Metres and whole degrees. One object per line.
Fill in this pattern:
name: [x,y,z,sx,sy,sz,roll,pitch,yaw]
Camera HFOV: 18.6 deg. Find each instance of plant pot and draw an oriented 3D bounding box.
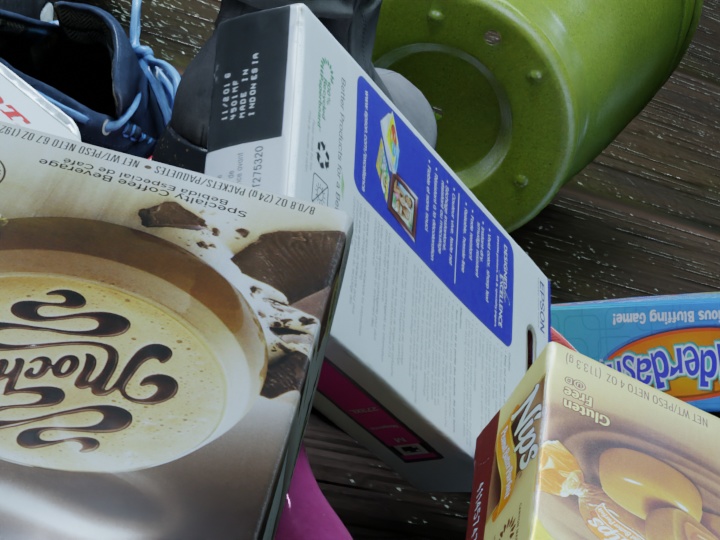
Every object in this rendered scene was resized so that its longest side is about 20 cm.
plant pot: [0.056,-0.111,1.043,0.199,0.201,0.193,29,32,-2]

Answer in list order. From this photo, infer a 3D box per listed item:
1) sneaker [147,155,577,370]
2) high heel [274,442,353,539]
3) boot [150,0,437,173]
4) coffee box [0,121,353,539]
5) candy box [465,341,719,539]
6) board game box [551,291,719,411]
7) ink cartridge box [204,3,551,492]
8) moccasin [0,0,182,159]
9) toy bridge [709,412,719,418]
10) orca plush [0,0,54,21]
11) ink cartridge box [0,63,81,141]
sneaker: [0.000,0.000,0.841,0.199,0.079,0.116,27,22,-10]
high heel: [-0.017,0.092,0.633,0.096,0.068,0.201,29,28,-17]
boot: [-0.004,-0.095,0.812,0.069,0.133,0.200,19,15,14]
coffee box: [-0.076,0.055,0.517,0.112,0.080,0.200,14,34,0]
candy box: [0.128,0.113,0.661,0.199,0.055,0.116,25,39,-10]
board game box: [0.166,0.030,0.882,0.199,0.045,0.152,-3,0,36]
ink cartridge box: [0.011,0.007,0.701,0.200,0.037,0.095,41,45,-52]
moccasin: [-0.109,-0.068,0.856,0.081,0.068,0.199,47,25,25]
toy bridge: [0.171,0.067,0.846,0.067,0.027,0.199,-2,-1,-34]
orca plush: [-0.184,-0.122,0.883,0.199,0.071,0.105,2,34,-51]
ink cartridge box: [-0.199,-0.037,0.646,0.146,0.086,0.200,38,21,19]
